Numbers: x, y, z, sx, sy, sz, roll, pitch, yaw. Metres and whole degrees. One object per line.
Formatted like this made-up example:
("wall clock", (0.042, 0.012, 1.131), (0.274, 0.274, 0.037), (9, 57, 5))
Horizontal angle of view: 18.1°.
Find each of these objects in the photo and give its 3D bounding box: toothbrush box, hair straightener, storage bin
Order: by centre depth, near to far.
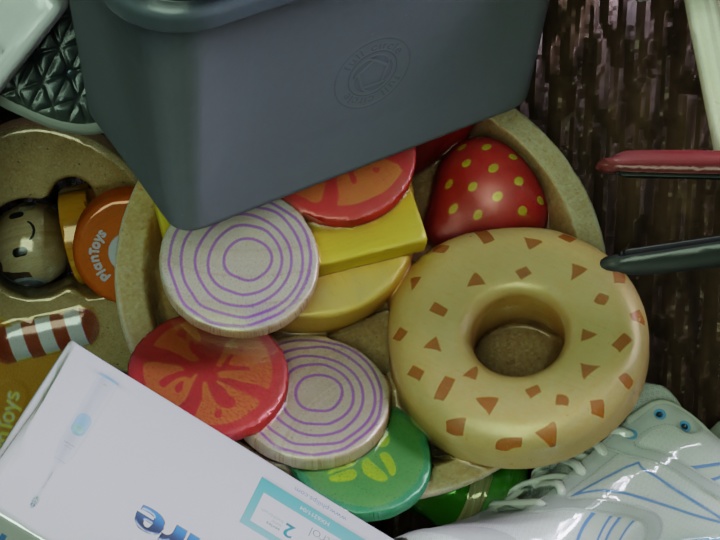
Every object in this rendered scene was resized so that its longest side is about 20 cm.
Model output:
("hair straightener", (0.184, -0.005, 0.809), (0.199, 0.041, 0.078), (0, 91, 6))
("storage bin", (-0.023, -0.113, 0.823), (0.199, 0.135, 0.146), (-21, 51, -23))
("toothbrush box", (-0.097, 0.143, 0.848), (0.146, 0.085, 0.200), (31, 136, -3))

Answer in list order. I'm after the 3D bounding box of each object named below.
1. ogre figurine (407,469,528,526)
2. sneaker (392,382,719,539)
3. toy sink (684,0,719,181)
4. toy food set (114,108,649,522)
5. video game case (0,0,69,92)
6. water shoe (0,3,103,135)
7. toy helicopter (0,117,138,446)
("ogre figurine", (0.015, 0.054, 0.922), (0.119, 0.098, 0.201), (15, 106, -2))
("sneaker", (0.091, 0.087, 0.883), (0.075, 0.199, 0.087), (-6, 87, 54))
("toy sink", (0.204, -0.041, 0.875), (0.129, 0.112, 0.201), (-10, 91, 11))
("toy food set", (0.000, 0.000, 0.868), (0.197, 0.049, 0.201), (-14, 65, -10))
("video game case", (-0.239, -0.084, 0.846), (0.182, 0.023, 0.200), (40, 105, -6))
("water shoe", (-0.167, -0.125, 0.889), (0.200, 0.079, 0.072), (35, 87, -5))
("toy helicopter", (-0.152, 0.030, 0.958), (0.131, 0.079, 0.201), (13, 110, -8))
